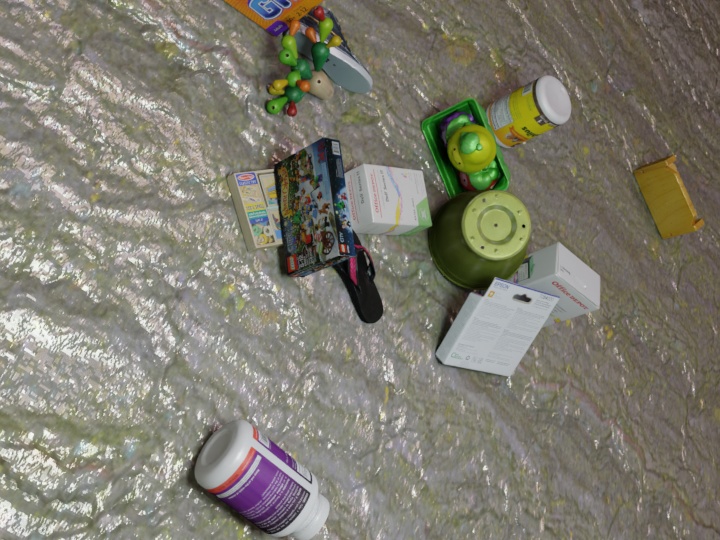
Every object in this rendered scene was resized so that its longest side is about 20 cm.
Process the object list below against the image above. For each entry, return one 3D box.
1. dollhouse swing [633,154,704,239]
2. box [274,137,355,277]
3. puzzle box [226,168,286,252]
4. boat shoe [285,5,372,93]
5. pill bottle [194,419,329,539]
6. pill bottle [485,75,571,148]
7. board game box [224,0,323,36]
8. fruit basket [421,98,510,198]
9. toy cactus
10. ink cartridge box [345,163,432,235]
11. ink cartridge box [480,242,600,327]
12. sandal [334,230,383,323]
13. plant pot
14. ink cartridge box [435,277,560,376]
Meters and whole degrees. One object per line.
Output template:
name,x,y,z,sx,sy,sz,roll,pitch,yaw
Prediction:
dollhouse swing,0.859,-0.215,2.420,0.175,0.182,0.201,-26,93,-24
box,-0.078,-0.102,1.501,0.038,0.136,0.201,4,72,-43
puzzle box,-0.130,-0.113,1.571,0.199,0.025,0.134,-14,85,-44
boat shoe,-0.046,-0.428,1.725,0.200,0.071,0.091,34,59,-26
pill bottle,-0.142,0.319,1.347,0.200,0.112,0.113,44,51,-23
pill bottle,0.348,-0.335,1.963,0.109,0.200,0.110,16,65,-37
board game box,-0.149,-0.584,1.598,0.199,0.200,0.201,29,57,-32
fruit basket,0.216,-0.238,1.838,0.215,0.155,0.216,35,44,-42
toy cactus,-0.089,-0.357,1.633,0.165,0.102,0.201,31,80,-61
ink cartridge box,0.036,-0.132,1.699,0.199,0.067,0.118,0,76,-42
ink cartridge box,0.367,0.040,1.845,0.145,0.200,0.084,34,51,-29
sandal,0.000,0.000,1.619,0.075,0.045,0.201,-35,106,-38
plant pot,0.241,-0.071,1.720,0.199,0.193,0.201,0,84,-3
ink cartridge box,0.267,0.106,1.759,0.196,0.201,0.043,15,21,-38
